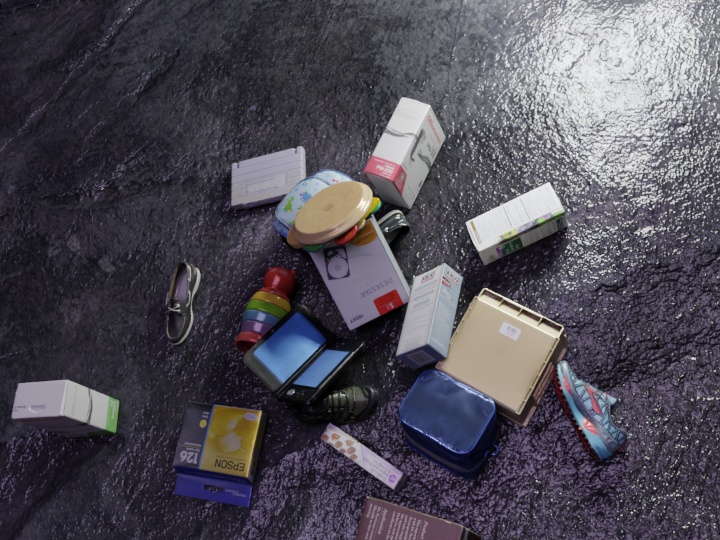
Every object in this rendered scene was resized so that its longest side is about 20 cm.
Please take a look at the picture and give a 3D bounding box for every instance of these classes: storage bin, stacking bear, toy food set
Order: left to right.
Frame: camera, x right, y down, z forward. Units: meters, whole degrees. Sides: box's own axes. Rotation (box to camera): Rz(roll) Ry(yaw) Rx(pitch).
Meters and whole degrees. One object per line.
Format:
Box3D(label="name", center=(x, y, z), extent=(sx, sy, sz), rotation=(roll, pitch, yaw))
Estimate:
Box3D(label="stacking bear", center=(-0.204, 0.088, 1.850), extent=(0.119, 0.114, 0.203), rotation=(4, 64, 29))
Box3D(label="toy food set", center=(-0.058, -0.114, 1.719), extent=(0.200, 0.049, 0.196), rotation=(-46, 35, -22))
Box3D(label="storage bin", center=(0.285, 0.171, 1.636), extent=(0.198, 0.094, 0.201), rotation=(27, 79, 28))

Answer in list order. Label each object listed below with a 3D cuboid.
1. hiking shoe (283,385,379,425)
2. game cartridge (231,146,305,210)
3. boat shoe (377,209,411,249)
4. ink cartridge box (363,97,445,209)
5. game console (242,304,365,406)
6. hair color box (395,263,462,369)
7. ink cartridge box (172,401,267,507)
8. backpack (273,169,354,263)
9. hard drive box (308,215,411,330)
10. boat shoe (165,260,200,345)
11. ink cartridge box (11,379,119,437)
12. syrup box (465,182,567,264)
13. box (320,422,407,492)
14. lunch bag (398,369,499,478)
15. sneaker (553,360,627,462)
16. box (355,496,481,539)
Box3D(label="hiking shoe", center=(-0.059, 0.285, 1.711), extent=(0.196, 0.101, 0.077), rotation=(-16, 70, 16))
Box3D(label="game cartridge", center=(-0.230, -0.227, 2.033), extent=(0.196, 0.038, 0.132), rotation=(-11, 69, 16))
Box3D(label="boat shoe", center=(0.035, -0.049, 1.835), extent=(0.198, 0.075, 0.066), rotation=(-39, 48, -9))
Box3D(label="ink cartridge box", center=(0.104, -0.266, 1.857), extent=(0.084, 0.146, 0.203), rotation=(19, 76, 27))
Box3D(label="game console", center=(-0.119, 0.174, 1.728), extent=(0.174, 0.118, 0.200), rotation=(-2, 35, 51))
Box3D(label="hair color box", center=(0.144, 0.095, 1.688), extent=(0.098, 0.060, 0.203), rotation=(-26, 38, 45))
Box3D(label="ink cartridge box", center=(-0.315, 0.401, 1.796), extent=(0.194, 0.047, 0.204), rotation=(3, 67, 21))
Box3D(label="backpack", center=(-0.083, -0.129, 1.872), extent=(0.182, 0.147, 0.201), rotation=(34, 79, 26))
Box3D(label="hard drive box", center=(0.000, 0.000, 1.762), extent=(0.154, 0.077, 0.202), rotation=(-27, 105, 8))
Box3D(label="boat shoe", center=(-0.437, 0.076, 1.967), extent=(0.072, 0.060, 0.204), rotation=(5, 70, 21))
Box3D(label="ink cartridge box", center=(-0.675, 0.320, 1.875), extent=(0.142, 0.200, 0.086), rotation=(-6, 66, 17))
Box3D(label="syrup box", center=(0.333, -0.098, 1.739), extent=(0.197, 0.079, 0.083), rotation=(-26, 62, 9))
Box3D(label="box", center=(0.006, 0.385, 1.682), extent=(0.198, 0.041, 0.039), rotation=(29, 80, 29))
Box3D(label="lunch bag", center=(0.182, 0.308, 1.598), extent=(0.198, 0.133, 0.136), rotation=(27, 63, 29))
Box3D(label="sneaker", center=(0.440, 0.258, 1.561), extent=(0.094, 0.079, 0.203), rotation=(-24, 70, -2))
Box3D(label="box", center=(0.098, 0.537, 1.511), extent=(0.196, 0.164, 0.169), rotation=(11, 71, 24))
